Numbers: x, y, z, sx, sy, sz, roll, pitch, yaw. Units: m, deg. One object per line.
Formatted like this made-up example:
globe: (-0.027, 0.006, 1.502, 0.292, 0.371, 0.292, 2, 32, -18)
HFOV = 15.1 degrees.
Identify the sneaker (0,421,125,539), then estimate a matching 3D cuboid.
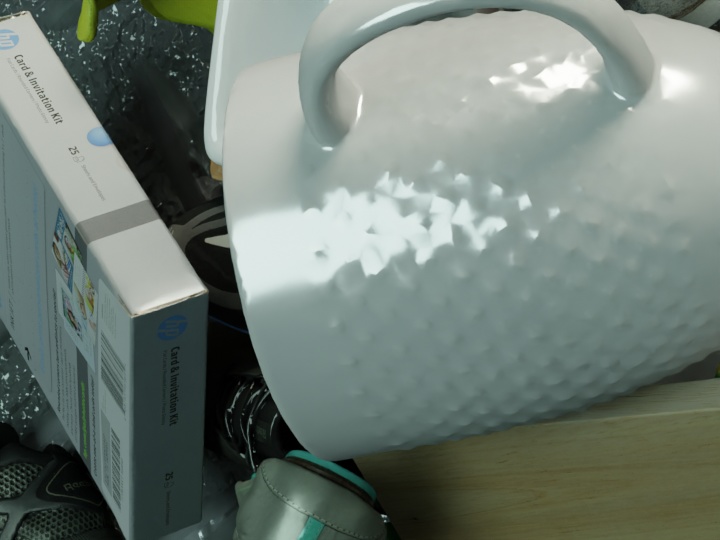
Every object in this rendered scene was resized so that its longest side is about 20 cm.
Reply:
sneaker: (-0.205, 0.149, 1.366, 0.199, 0.076, 0.114, -38, 67, 29)

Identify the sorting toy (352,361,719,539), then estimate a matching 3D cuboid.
sorting toy: (0.130, 0.110, 1.050, 0.200, 0.070, 0.199, -8, 125, 38)

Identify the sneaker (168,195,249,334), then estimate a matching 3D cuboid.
sneaker: (0.000, 0.000, 1.177, 0.199, 0.083, 0.071, 13, 82, 25)

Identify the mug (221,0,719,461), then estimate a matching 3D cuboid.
mug: (0.050, -0.035, 0.945, 0.175, 0.200, 0.148, -11, 50, 15)

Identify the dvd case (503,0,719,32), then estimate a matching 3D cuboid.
dvd case: (0.166, -0.064, 1.009, 0.146, 0.200, 0.022, -17, 44, 36)

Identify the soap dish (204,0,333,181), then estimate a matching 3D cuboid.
soap dish: (0.030, -0.102, 1.172, 0.200, 0.081, 0.158, 12, 98, 38)

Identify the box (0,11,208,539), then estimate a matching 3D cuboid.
box: (-0.130, 0.003, 1.253, 0.200, 0.041, 0.156, 53, 152, 37)

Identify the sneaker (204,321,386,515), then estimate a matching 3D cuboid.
sneaker: (-0.028, 0.063, 1.215, 0.200, 0.091, 0.076, 11, 98, 40)

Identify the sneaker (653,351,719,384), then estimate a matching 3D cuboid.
sneaker: (0.161, 0.058, 1.091, 0.199, 0.075, 0.100, 7, 132, 26)

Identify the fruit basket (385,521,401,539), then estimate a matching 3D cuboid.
fruit basket: (0.011, 0.200, 1.152, 0.155, 0.215, 0.216, 5, 94, 38)

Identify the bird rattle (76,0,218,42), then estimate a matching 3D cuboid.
bird rattle: (-0.108, -0.188, 1.293, 0.200, 0.113, 0.163, 40, 103, 44)

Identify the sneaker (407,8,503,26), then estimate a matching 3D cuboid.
sneaker: (0.050, -0.108, 1.065, 0.082, 0.077, 0.201, 29, 124, 22)

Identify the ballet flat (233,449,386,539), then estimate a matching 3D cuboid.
ballet flat: (-0.027, 0.111, 1.069, 0.067, 0.200, 0.064, 25, 81, 3)
